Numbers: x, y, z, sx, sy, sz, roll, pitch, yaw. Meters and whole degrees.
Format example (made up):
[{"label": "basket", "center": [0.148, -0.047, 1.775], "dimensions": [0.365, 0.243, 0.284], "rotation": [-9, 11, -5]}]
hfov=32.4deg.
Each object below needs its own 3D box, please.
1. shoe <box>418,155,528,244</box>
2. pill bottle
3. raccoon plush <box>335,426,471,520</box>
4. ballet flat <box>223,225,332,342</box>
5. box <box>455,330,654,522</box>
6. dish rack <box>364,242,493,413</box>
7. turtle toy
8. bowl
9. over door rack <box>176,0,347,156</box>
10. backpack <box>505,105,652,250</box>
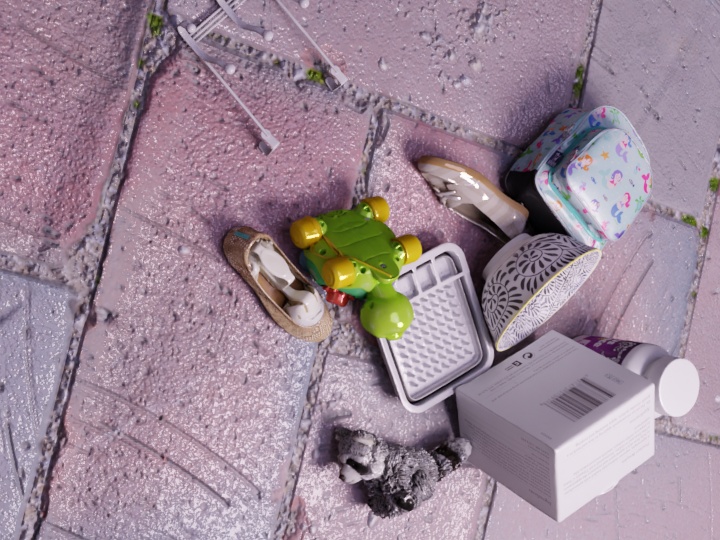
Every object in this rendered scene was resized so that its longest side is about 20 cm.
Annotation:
[{"label": "shoe", "center": [0.156, -0.098, 1.716], "dimensions": [0.200, 0.070, 0.054], "rotation": [29, 75, -30]}, {"label": "pill bottle", "center": [0.389, 0.157, 1.801], "dimensions": [0.112, 0.200, 0.113], "rotation": [-3, 95, -34]}, {"label": "raccoon plush", "center": [0.048, 0.240, 1.675], "dimensions": [0.200, 0.097, 0.134], "rotation": [-35, 101, -47]}, {"label": "ballet flat", "center": [-0.095, 0.023, 1.566], "dimensions": [0.200, 0.065, 0.071], "rotation": [45, 70, -26]}, {"label": "box", "center": [0.270, 0.210, 1.715], "dimensions": [0.199, 0.200, 0.131], "rotation": [-27, 126, -29]}, {"label": "dish rack", "center": [0.089, 0.077, 1.700], "dimensions": [0.171, 0.043, 0.200], "rotation": [-28, 107, -29]}, {"label": "turtle toy", "center": [0.000, 0.000, 1.578], "dimensions": [0.145, 0.200, 0.101], "rotation": [-18, 145, -31]}, {"label": "bowl", "center": [0.234, 0.011, 1.736], "dimensions": [0.201, 0.201, 0.094], "rotation": [-33, 70, -27]}, {"label": "over door rack", "center": [-0.112, -0.267, 1.539], "dimensions": [0.148, 0.067, 0.200], "rotation": [-45, 114, -21]}, {"label": "backpack", "center": [0.329, -0.139, 1.787], "dimensions": [0.178, 0.150, 0.200], "rotation": [50, 63, -23]}]
